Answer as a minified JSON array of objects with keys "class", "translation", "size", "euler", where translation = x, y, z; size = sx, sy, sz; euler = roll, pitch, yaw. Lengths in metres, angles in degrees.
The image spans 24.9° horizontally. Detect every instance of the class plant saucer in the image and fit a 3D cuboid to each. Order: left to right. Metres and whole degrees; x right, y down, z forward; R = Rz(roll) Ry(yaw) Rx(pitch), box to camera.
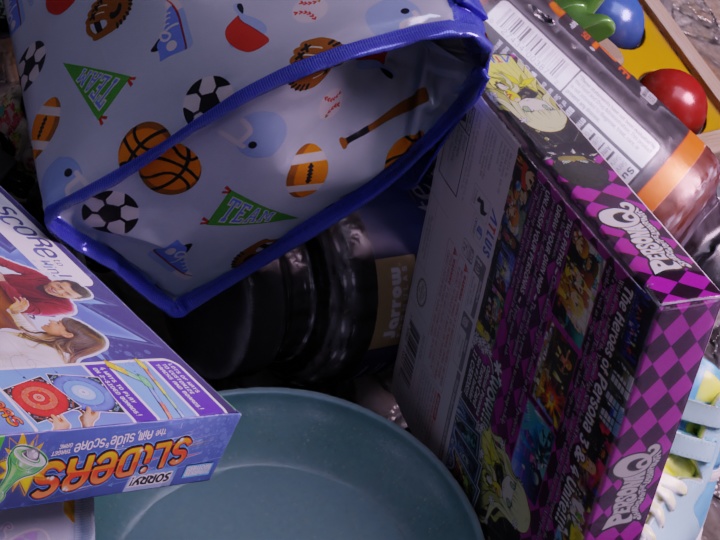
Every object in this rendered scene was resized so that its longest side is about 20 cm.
[{"class":"plant saucer","translation":[-0.042,0.141,0.735],"size":[0.199,0.036,0.201],"euler":[3,47,-3]}]

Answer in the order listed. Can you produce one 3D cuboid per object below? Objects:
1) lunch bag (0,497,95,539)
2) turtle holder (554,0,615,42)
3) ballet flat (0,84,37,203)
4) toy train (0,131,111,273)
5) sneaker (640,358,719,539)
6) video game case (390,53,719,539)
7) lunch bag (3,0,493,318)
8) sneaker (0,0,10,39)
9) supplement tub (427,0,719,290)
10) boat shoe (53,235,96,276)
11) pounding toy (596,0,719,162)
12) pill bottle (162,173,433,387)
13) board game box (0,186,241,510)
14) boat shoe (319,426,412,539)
[{"class":"lunch bag","translation":[-0.198,0.086,0.653],"size":[0.169,0.127,0.201],"euler":[16,42,-23]},{"class":"turtle holder","translation":[0.049,-0.181,0.910],"size":[0.141,0.185,0.132],"euler":[41,26,-36]},{"class":"ballet flat","translation":[-0.111,-0.065,0.873],"size":[0.199,0.064,0.076],"euler":[-3,56,-35]},{"class":"toy train","translation":[-0.201,-0.055,0.805],"size":[0.199,0.046,0.034],"euler":[29,49,2]},{"class":"sneaker","translation":[0.133,0.109,0.813],"size":[0.079,0.131,0.200],"euler":[19,21,17]},{"class":"video game case","translation":[0.075,0.036,0.720],"size":[0.036,0.201,0.182],"euler":[-7,39,-22]},{"class":"lunch bag","translation":[-0.046,-0.104,0.743],"size":[0.124,0.199,0.171],"euler":[39,24,-50]},{"class":"sneaker","translation":[-0.217,-0.155,0.867],"size":[0.140,0.078,0.200],"euler":[33,45,-4]},{"class":"supplement tub","translation":[0.104,-0.054,0.815],"size":[0.200,0.107,0.107],"euler":[43,44,0]},{"class":"boat shoe","translation":[-0.162,0.009,0.776],"size":[0.200,0.069,0.072],"euler":[36,44,-2]},{"class":"pounding toy","translation":[0.136,-0.097,1.003],"size":[0.199,0.142,0.185],"euler":[-15,64,-40]},{"class":"pill bottle","translation":[0.000,0.000,0.858],"size":[0.199,0.112,0.112],"euler":[-10,61,-38]},{"class":"board game box","translation":[-0.158,0.015,0.635],"size":[0.200,0.035,0.135],"euler":[40,24,32]},{"class":"boat shoe","translation":[0.051,0.103,0.844],"size":[0.201,0.060,0.072],"euler":[-20,68,-42]}]
